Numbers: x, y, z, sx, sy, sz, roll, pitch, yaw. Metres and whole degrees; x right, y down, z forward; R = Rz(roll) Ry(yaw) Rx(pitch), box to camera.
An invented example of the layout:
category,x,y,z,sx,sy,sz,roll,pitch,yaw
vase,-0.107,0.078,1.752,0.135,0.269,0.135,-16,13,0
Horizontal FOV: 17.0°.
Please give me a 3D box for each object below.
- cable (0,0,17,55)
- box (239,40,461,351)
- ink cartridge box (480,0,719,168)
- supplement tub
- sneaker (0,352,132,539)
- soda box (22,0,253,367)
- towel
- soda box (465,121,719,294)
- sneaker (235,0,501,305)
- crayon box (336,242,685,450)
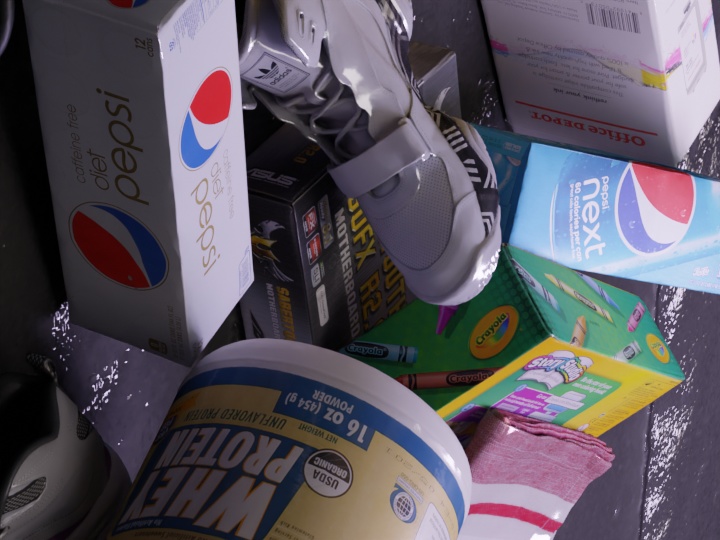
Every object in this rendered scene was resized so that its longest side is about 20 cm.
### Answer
category,x,y,z,sx,sy,sz,roll,pitch,yaw
cable,-0.163,-0.156,0.929,0.200,0.051,0.163,-66,150,-15
box,0.000,0.000,1.290,0.158,0.048,0.200,-44,140,-41
ink cartridge box,0.140,-0.135,1.394,0.068,0.116,0.200,-54,147,-32
supplement tub,-0.046,0.147,1.055,0.145,0.144,0.200,68,37,-48
sneaker,-0.177,0.123,1.030,0.140,0.078,0.200,70,36,-45
soda box,-0.093,-0.054,1.048,0.064,0.068,0.200,-55,156,-39
towel,0.053,0.167,1.280,0.200,0.023,0.144,-60,151,7
soda box,0.139,-0.031,1.326,0.200,0.068,0.064,8,97,-38
sneaker,-0.012,-0.072,1.147,0.115,0.075,0.200,-6,69,-49
crayon box,0.080,0.054,1.281,0.119,0.058,0.200,-34,158,18
